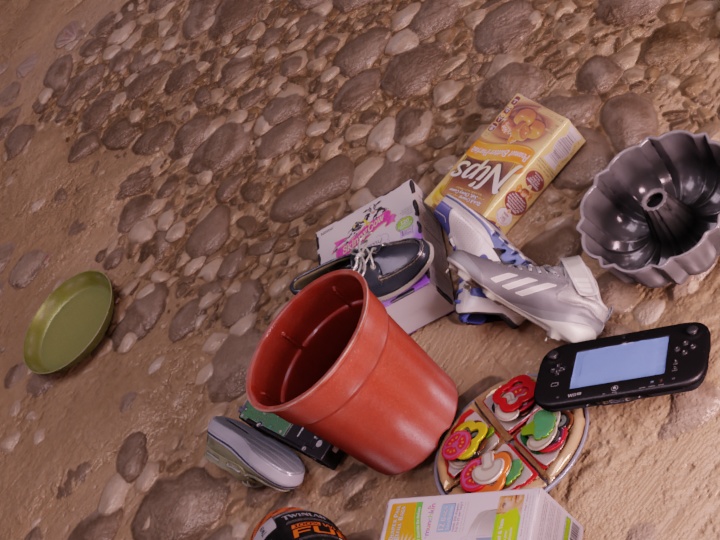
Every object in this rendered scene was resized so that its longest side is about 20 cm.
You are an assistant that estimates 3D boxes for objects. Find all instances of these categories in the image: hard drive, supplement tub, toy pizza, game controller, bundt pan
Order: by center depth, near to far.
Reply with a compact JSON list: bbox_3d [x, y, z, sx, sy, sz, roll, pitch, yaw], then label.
[{"bbox_3d":[0.290,0.108,1.516,0.200,0.042,0.104,-13,24,27],"label":"game controller"},{"bbox_3d":[0.167,0.192,1.568,0.200,0.032,0.200,-26,34,19],"label":"toy pizza"},{"bbox_3d":[-0.059,0.353,1.569,0.123,0.123,0.200,-50,23,-3],"label":"supplement tub"},{"bbox_3d":[0.360,-0.063,1.598,0.202,0.076,0.202,-25,43,26],"label":"bundt pan"},{"bbox_3d":[-0.066,0.172,1.818,0.200,0.038,0.140,18,71,48],"label":"hard drive"}]

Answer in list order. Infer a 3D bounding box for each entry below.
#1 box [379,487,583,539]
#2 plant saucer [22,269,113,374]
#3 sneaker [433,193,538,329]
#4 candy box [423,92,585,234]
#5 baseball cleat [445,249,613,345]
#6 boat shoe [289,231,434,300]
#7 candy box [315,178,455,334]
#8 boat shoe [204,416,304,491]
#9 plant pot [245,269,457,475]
[{"bbox_3d":[0.124,0.311,1.474,0.200,0.101,0.113,-11,50,36],"label":"box"},{"bbox_3d":[-0.479,0.091,2.271,0.200,0.031,0.200,-24,45,26],"label":"plant saucer"},{"bbox_3d":[0.146,0.002,1.706,0.115,0.081,0.199,-49,63,8],"label":"sneaker"},{"bbox_3d":[0.192,-0.132,1.828,0.200,0.055,0.115,-49,40,-2],"label":"candy box"},{"bbox_3d":[0.205,0.011,1.620,0.107,0.200,0.070,-57,-6,1],"label":"baseball cleat"},{"bbox_3d":[0.000,0.000,1.772,0.200,0.062,0.075,-19,45,29],"label":"boat shoe"},{"bbox_3d":[0.031,-0.002,1.850,0.168,0.072,0.200,-29,43,21],"label":"candy box"},{"bbox_3d":[-0.141,0.253,1.807,0.200,0.072,0.062,25,104,52],"label":"boat shoe"},{"bbox_3d":[0.000,0.136,1.645,0.201,0.195,0.201,-36,30,25],"label":"plant pot"}]
